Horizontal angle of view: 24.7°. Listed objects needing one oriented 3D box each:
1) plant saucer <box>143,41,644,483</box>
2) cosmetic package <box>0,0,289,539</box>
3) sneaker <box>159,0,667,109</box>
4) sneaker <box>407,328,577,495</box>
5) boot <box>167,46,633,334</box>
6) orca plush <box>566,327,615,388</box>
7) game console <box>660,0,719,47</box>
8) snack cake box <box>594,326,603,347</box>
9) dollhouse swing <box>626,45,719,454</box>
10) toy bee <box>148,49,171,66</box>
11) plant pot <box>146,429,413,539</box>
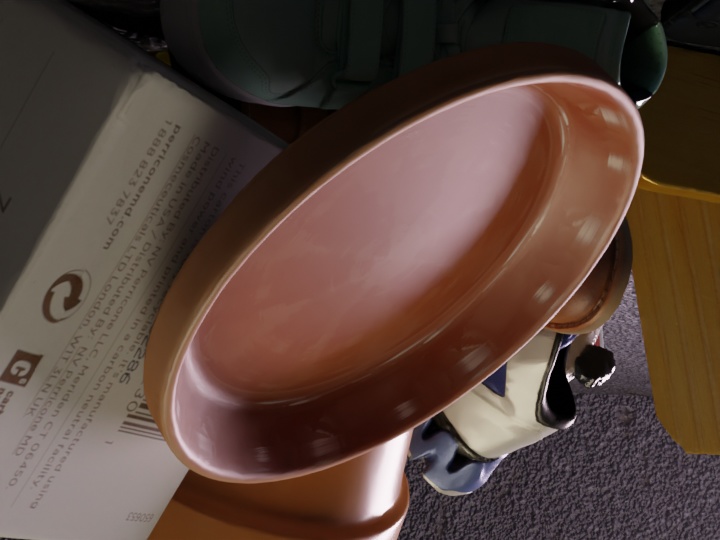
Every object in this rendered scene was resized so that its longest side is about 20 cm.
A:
[{"bbox_3d":[0.012,-0.002,0.579,0.200,0.032,0.201,-27,151,-17],"label":"plant saucer"},{"bbox_3d":[-0.146,-0.024,0.596,0.200,0.168,0.166,32,-177,26],"label":"cosmetic package"},{"bbox_3d":[0.030,-0.093,0.594,0.118,0.074,0.200,5,-177,42],"label":"sneaker"},{"bbox_3d":[0.052,0.007,0.817,0.115,0.200,0.081,-24,-168,28],"label":"sneaker"},{"bbox_3d":[0.014,-0.050,0.702,0.155,0.077,0.200,14,-150,-41],"label":"boot"},{"bbox_3d":[0.095,0.017,0.967,0.105,0.201,0.071,31,139,-17],"label":"orca plush"},{"bbox_3d":[0.215,-0.057,0.587,0.170,0.119,0.200,6,172,-9],"label":"game console"},{"bbox_3d":[0.062,-0.001,1.034,0.199,0.116,0.067,8,164,-39],"label":"snack cake box"},{"bbox_3d":[0.136,-0.001,0.836,0.181,0.177,0.200,8,173,-20],"label":"dollhouse swing"},{"bbox_3d":[-0.119,-0.080,0.772,0.130,0.109,0.200,-11,-171,39],"label":"toy bee"},{"bbox_3d":[-0.052,0.038,0.730,0.199,0.141,0.200,24,-164,-7],"label":"plant pot"}]
